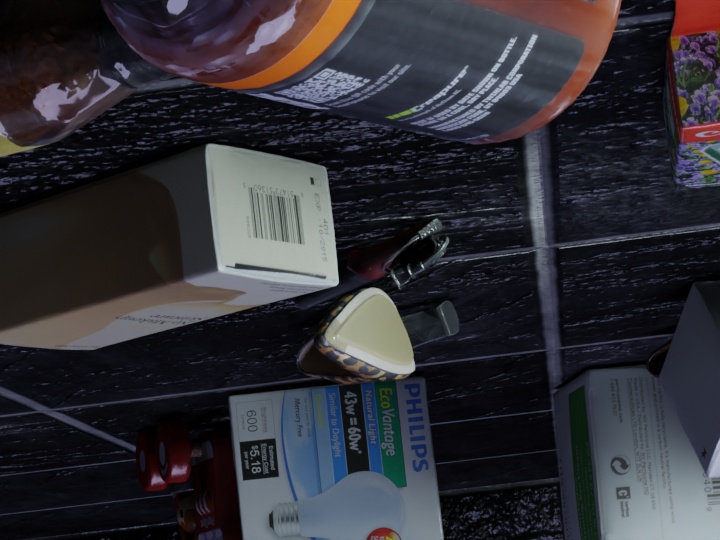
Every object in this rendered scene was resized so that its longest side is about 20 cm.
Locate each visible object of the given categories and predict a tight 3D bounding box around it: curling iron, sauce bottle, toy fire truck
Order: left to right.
[{"bbox_3d":[-0.141,-0.076,0.780,0.199,0.066,0.066,-9,169,26],"label":"sauce bottle"},{"bbox_3d":[-0.166,0.247,2.115,0.111,0.169,0.200,-2,169,-21],"label":"toy fire truck"},{"bbox_3d":[0.000,0.000,1.327,0.050,0.026,0.200,-42,-169,-27],"label":"curling iron"}]

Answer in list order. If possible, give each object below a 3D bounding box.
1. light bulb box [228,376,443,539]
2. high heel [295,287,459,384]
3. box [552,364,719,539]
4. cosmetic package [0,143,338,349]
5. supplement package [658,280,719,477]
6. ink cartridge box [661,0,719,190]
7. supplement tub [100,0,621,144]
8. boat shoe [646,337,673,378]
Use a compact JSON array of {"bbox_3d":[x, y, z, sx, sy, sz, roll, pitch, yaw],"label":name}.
[{"bbox_3d":[-0.024,0.217,1.972,0.199,0.200,0.125,-6,170,-4],"label":"light bulb box"},{"bbox_3d":[-0.024,0.064,1.517,0.142,0.072,0.200,-19,173,27],"label":"high heel"},{"bbox_3d":[0.323,0.206,2.101,0.199,0.200,0.171,-3,169,-7],"label":"box"},{"bbox_3d":[-0.121,-0.009,1.115,0.199,0.072,0.105,-16,166,39],"label":"cosmetic package"},{"bbox_3d":[0.366,0.084,1.624,0.199,0.117,0.118,-3,134,-17],"label":"supplement package"},{"bbox_3d":[0.202,-0.088,0.946,0.108,0.051,0.200,-7,169,7],"label":"ink cartridge box"},{"bbox_3d":[-0.011,-0.104,0.615,0.107,0.108,0.199,-15,166,37],"label":"supplement tub"},{"bbox_3d":[0.329,0.073,1.781,0.072,0.073,0.200,-2,174,-27],"label":"boat shoe"}]
